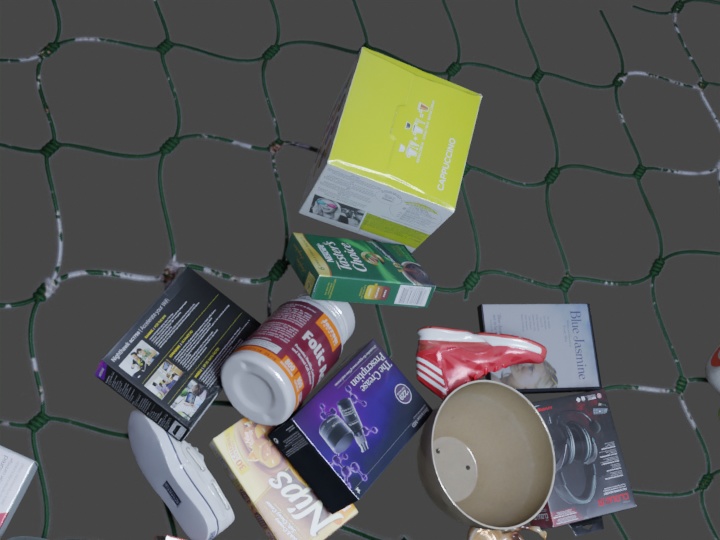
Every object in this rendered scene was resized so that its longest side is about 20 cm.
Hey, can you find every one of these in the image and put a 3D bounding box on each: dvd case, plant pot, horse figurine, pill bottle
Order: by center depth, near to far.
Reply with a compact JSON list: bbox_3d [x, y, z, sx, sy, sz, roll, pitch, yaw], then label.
[{"bbox_3d":[-0.093,0.111,1.238,0.114,0.114,0.200,43,42,0],"label":"pill bottle"},{"bbox_3d":[0.158,0.273,1.275,0.198,0.134,0.203,10,64,-21],"label":"plant pot"},{"bbox_3d":[0.190,0.413,1.286,0.131,0.050,0.202,18,77,11],"label":"horse figurine"},{"bbox_3d":[0.287,0.124,1.430,0.197,0.018,0.145,0,73,-17],"label":"dvd case"}]

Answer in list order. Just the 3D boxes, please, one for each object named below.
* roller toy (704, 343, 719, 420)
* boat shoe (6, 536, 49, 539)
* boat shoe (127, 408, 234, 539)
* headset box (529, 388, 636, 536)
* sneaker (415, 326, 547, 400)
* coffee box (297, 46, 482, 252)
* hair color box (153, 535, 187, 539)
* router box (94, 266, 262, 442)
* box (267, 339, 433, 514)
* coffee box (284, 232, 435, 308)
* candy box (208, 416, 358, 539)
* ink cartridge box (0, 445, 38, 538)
[{"bbox_3d":[0.659,0.149,1.445,0.200,0.183,0.140,-41,87,-23],"label":"roller toy"},{"bbox_3d":[-0.364,0.381,1.129,0.200,0.065,0.075,18,58,-27],"label":"boat shoe"},{"bbox_3d":[-0.239,0.266,1.203,0.200,0.072,0.065,50,35,17],"label":"boat shoe"},{"bbox_3d":[0.317,0.295,1.355,0.147,0.077,0.203,-6,74,-19],"label":"headset box"},{"bbox_3d":[0.178,0.153,1.356,0.197,0.078,0.117,6,81,10],"label":"sneaker"},{"bbox_3d":[0.043,-0.175,1.352,0.198,0.198,0.202,20,69,-10],"label":"coffee box"},{"bbox_3d":[-0.180,0.416,1.157,0.198,0.061,0.103,23,67,-21],"label":"hair color box"},{"bbox_3d":[-0.241,0.110,1.229,0.149,0.051,0.201,39,49,-2],"label":"router box"},{"bbox_3d":[-0.009,0.213,1.247,0.142,0.079,0.200,51,47,-2],"label":"box"},{"bbox_3d":[0.000,0.000,1.311,0.198,0.044,0.123,6,30,-28],"label":"coffee box"},{"bbox_3d":[-0.108,0.288,1.240,0.115,0.055,0.201,-32,85,-23],"label":"candy box"},{"bbox_3d":[-0.526,0.265,1.106,0.198,0.083,0.147,26,69,-8],"label":"ink cartridge box"}]
